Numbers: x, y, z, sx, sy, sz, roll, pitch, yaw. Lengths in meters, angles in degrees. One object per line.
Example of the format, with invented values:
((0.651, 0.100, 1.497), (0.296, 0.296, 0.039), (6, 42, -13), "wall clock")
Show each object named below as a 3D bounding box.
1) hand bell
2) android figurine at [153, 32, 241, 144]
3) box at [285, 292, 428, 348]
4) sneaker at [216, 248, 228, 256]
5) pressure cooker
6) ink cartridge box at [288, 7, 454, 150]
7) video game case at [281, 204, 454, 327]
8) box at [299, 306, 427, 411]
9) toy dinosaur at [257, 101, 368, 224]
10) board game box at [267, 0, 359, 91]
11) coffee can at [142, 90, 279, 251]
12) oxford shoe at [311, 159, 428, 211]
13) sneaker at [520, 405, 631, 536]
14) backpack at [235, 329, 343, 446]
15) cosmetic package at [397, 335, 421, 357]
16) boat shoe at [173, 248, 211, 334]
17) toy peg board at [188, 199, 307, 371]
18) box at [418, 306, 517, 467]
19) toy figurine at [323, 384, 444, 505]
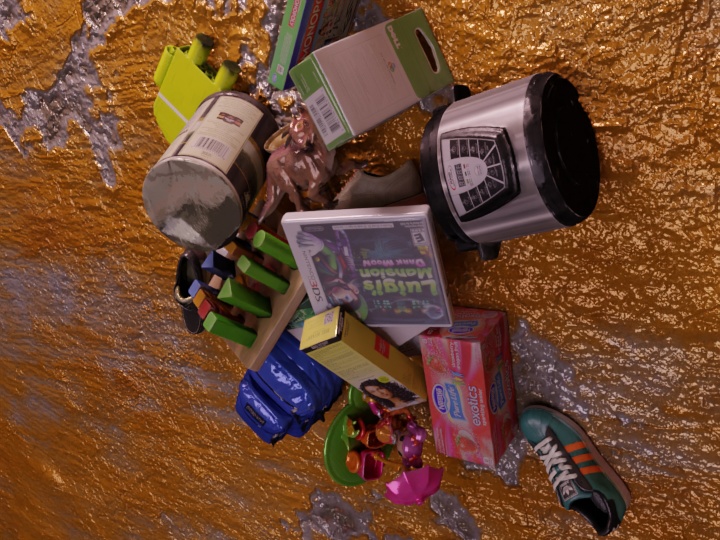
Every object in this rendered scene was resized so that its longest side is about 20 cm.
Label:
((-0.052, -0.118, 1.134), (0.102, 0.105, 0.203), (-6, 123, 37), "hand bell")
((-0.259, -0.265, 1.215), (0.182, 0.041, 0.201), (42, 128, 9), "android figurine")
((-0.007, 0.066, 1.095), (0.144, 0.037, 0.199), (40, 130, -16), "box")
((-0.158, 0.033, 1.280), (0.196, 0.081, 0.149), (21, 130, 22), "sneaker")
((0.162, -0.120, 0.904), (0.197, 0.179, 0.179), (-10, 137, 39), "pressure cooker")
((0.018, -0.236, 0.938), (0.059, 0.199, 0.106), (-18, 103, 53), "ink cartridge box")
((0.012, 0.001, 0.992), (0.195, 0.024, 0.185), (-1, 129, 21), "video game case")
((0.009, 0.128, 1.073), (0.074, 0.051, 0.199), (-23, 132, 37), "box")
((-0.082, -0.145, 1.020), (0.198, 0.087, 0.136), (-27, 118, 34), "toy dinosaur")
((-0.045, -0.336, 0.964), (0.029, 0.134, 0.203), (33, 129, 14), "board game box")
((-0.210, -0.147, 1.111), (0.142, 0.202, 0.149), (7, 129, 9), "coffee can")
((-0.006, -0.103, 1.082), (0.195, 0.071, 0.077), (-15, 100, 10), "oxford shoe")
((0.295, 0.280, 1.078), (0.200, 0.080, 0.072), (46, 131, 7), "sneaker")
((-0.112, 0.182, 1.244), (0.161, 0.168, 0.201), (38, 148, 5), "backpack")
((0.000, 0.055, 1.145), (0.149, 0.052, 0.201), (-19, 121, 38), "cosmetic package")
((-0.309, 0.037, 1.393), (0.071, 0.066, 0.205), (26, 126, 20), "boat shoe")
((-0.176, 0.001, 1.125), (0.198, 0.097, 0.202), (37, 96, 46), "toy peg board")
((0.157, 0.165, 1.107), (0.101, 0.094, 0.205), (6, 117, 33), "box")
((0.055, 0.270, 1.177), (0.182, 0.147, 0.206), (18, 101, 51), "toy figurine")
